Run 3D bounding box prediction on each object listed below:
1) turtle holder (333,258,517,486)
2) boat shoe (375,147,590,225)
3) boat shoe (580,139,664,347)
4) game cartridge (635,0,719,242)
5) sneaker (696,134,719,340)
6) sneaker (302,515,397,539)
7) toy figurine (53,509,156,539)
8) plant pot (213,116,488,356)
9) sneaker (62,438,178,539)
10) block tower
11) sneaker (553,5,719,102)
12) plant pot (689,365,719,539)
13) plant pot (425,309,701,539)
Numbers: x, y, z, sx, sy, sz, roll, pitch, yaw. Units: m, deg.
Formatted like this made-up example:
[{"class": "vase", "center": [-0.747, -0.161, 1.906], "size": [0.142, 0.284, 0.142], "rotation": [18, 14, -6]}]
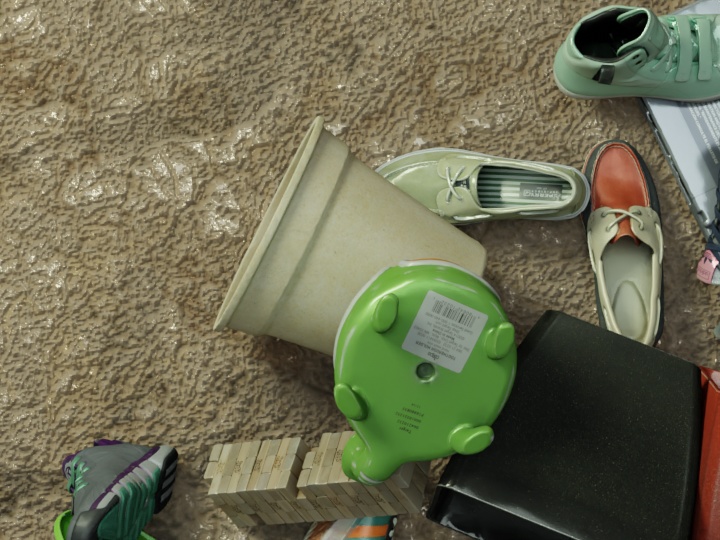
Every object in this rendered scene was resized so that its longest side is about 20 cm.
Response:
[{"class": "turtle holder", "center": [0.049, 0.079, 1.309], "size": [0.140, 0.132, 0.187], "rotation": [-5, 107, -1]}, {"class": "boat shoe", "center": [0.100, -0.076, 1.480], "size": [0.199, 0.062, 0.072], "rotation": [-1, 84, 13]}, {"class": "boat shoe", "center": [0.230, -0.020, 1.477], "size": [0.071, 0.063, 0.201], "rotation": [-3, 82, 5]}, {"class": "game cartridge", "center": [0.324, -0.141, 1.499], "size": [0.133, 0.042, 0.201], "rotation": [-24, 83, -4]}, {"class": "sneaker", "center": [0.321, -0.027, 1.436], "size": [0.082, 0.070, 0.201], "rotation": [-19, 107, -4]}, {"class": "sneaker", "center": [-0.003, 0.244, 1.464], "size": [0.080, 0.071, 0.200], "rotation": [36, 81, -14]}, {"class": "toy figurine", "center": [-0.219, 0.333, 1.450], "size": [0.199, 0.150, 0.185], "rotation": [30, 100, -18]}, {"class": "plant pot", "center": [0.000, 0.000, 1.437], "size": [0.183, 0.200, 0.201], "rotation": [26, 86, -6]}, {"class": "sneaker", "center": [-0.223, 0.192, 1.417], "size": [0.087, 0.200, 0.075], "rotation": [14, 102, 10]}, {"class": "block tower", "center": [-0.035, 0.174, 1.425], "size": [0.199, 0.058, 0.054], "rotation": [-10, 46, 31]}, {"class": "sneaker", "center": [0.266, -0.187, 1.430], "size": [0.199, 0.118, 0.074], "rotation": [-8, 82, 1]}, {"class": "plant pot", "center": [0.353, 0.200, 1.389], "size": [0.199, 0.200, 0.177], "rotation": [17, 94, 5]}, {"class": "plant pot", "center": [0.182, 0.149, 1.404], "size": [0.199, 0.200, 0.178], "rotation": [22, 75, 5]}]
